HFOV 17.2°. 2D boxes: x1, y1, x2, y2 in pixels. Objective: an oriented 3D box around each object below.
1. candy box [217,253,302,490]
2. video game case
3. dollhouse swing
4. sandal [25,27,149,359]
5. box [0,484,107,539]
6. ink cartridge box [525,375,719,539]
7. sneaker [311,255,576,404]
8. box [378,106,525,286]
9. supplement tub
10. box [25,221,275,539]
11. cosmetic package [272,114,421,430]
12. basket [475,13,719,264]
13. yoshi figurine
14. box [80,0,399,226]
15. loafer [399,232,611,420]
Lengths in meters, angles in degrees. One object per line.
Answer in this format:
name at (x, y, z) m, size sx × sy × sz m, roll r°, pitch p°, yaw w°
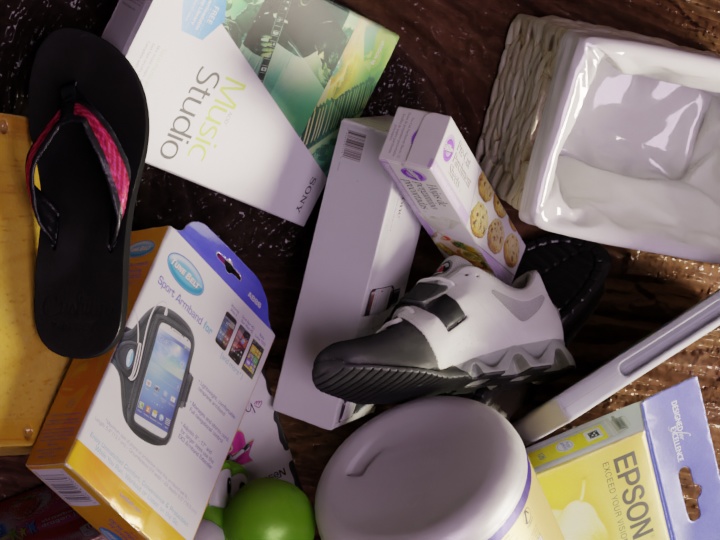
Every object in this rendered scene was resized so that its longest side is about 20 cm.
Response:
candy box at (-0.130, 0.091, 1.585) m, size 0.136 × 0.061 × 0.201 m, roll -24°, pitch 116°, yaw -14°
video game case at (0.196, 0.060, 1.646) m, size 0.182 × 0.200 × 0.022 m, roll -32°, pitch 85°, yaw -10°
dollhouse swing at (-0.268, 0.019, 1.474) m, size 0.181 × 0.175 × 0.202 m, roll 4°, pitch 77°, yaw -56°
sandal at (-0.167, -0.049, 1.416) m, size 0.075 × 0.045 × 0.202 m, roll -3°, pitch 81°, yaw 13°
box at (-0.255, 0.226, 1.556) m, size 0.199 × 0.100 × 0.096 m, roll -21°, pitch 115°, yaw -15°
ink cartridge box at (0.177, 0.198, 1.712) m, size 0.199 × 0.047 × 0.199 m, roll -21°, pitch 121°, yaw -4°
sneaker at (0.047, 0.037, 1.563) m, size 0.199 × 0.074 × 0.089 m, roll -4°, pitch 75°, yaw -37°
box at (0.063, -0.043, 1.572) m, size 0.042 × 0.038 × 0.200 m, roll -69°, pitch 155°, yaw -18°
supplement tub at (0.067, 0.199, 1.567) m, size 0.145 × 0.145 × 0.201 m, roll -32°, pitch 127°, yaw -9°
box at (-0.123, 0.069, 1.473) m, size 0.119 × 0.041 × 0.201 m, roll 48°, pitch 48°, yaw -36°
cosmetic package at (0.000, 0.000, 1.587) m, size 0.050 × 0.082 × 0.201 m, roll 17°, pitch 102°, yaw 17°
basket at (0.190, -0.093, 1.621) m, size 0.199 × 0.123 × 0.137 m, roll 9°, pitch 104°, yaw -26°
yoshi figurine at (-0.074, 0.216, 1.524) m, size 0.111 × 0.112 × 0.202 m, roll 1°, pitch 76°, yaw -6°
box at (-0.080, -0.123, 1.518) m, size 0.199 × 0.036 × 0.145 m, roll 21°, pitch 99°, yaw -45°
loafer at (0.101, 0.056, 1.668) m, size 0.200 × 0.073 × 0.071 m, roll -46°, pitch 150°, yaw -13°
